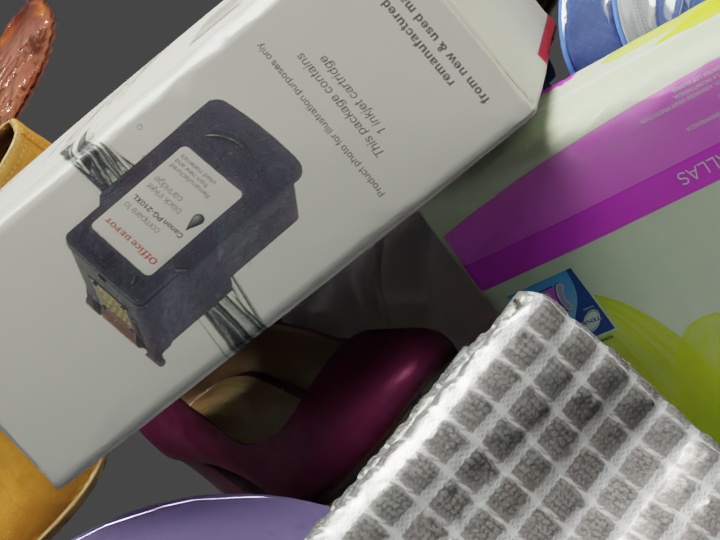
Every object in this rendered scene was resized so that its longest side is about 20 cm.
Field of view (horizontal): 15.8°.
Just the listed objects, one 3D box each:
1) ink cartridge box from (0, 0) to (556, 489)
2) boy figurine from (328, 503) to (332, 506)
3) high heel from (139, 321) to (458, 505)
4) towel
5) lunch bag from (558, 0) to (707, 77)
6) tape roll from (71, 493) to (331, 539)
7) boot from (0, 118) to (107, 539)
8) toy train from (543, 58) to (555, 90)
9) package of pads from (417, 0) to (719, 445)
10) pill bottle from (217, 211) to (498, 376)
[{"bbox_3d":[-0.040,-0.036,0.846,0.200,0.084,0.145,-38,8,15],"label":"ink cartridge box"},{"bbox_3d":[-0.009,0.122,0.966,0.200,0.064,0.125,-25,46,37],"label":"boy figurine"},{"bbox_3d":[-0.035,0.034,0.900,0.067,0.096,0.200,-43,2,-30],"label":"high heel"},{"bbox_3d":[0.051,0.122,0.748,0.200,0.165,0.086,-50,-11,-20],"label":"towel"},{"bbox_3d":[0.149,-0.115,0.882,0.132,0.136,0.201,-21,48,45],"label":"lunch bag"},{"bbox_3d":[-0.038,0.178,0.820,0.085,0.199,0.201,82,-156,-66],"label":"tape roll"},{"bbox_3d":[-0.171,0.037,1.190,0.201,0.144,0.071,-54,30,7],"label":"boot"},{"bbox_3d":[0.038,-0.095,1.123,0.046,0.034,0.200,-44,31,0],"label":"toy train"},{"bbox_3d":[0.136,-0.008,0.789,0.200,0.155,0.068,-27,15,41],"label":"package of pads"},{"bbox_3d":[0.000,0.000,1.005,0.200,0.120,0.120,-1,61,54],"label":"pill bottle"}]
